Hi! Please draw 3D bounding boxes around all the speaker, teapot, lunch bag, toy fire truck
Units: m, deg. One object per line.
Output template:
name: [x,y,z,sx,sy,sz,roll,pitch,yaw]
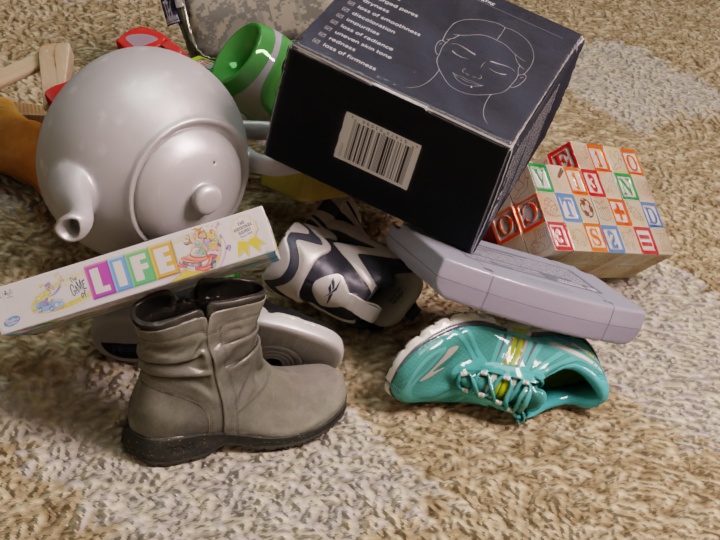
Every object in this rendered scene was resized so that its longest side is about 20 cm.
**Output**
speaker: [-0.050,-0.159,1.629,0.200,0.088,0.088,35,14,-31]
teapot: [-0.162,-0.087,1.386,0.146,0.200,0.197,31,-6,41]
lunch bag: [-0.095,-0.264,1.751,0.200,0.168,0.139,-15,24,7]
toy fire truck: [-0.264,-0.161,1.464,0.200,0.049,0.141,-40,60,-20]

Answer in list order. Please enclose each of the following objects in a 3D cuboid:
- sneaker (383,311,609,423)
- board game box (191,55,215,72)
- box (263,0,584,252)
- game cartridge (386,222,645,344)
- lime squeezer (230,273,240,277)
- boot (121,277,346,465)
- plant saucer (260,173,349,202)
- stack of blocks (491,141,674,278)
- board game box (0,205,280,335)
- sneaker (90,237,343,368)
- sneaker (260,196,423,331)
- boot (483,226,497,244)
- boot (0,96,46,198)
sneaker: [0.115,0.082,1.331,0.200,0.078,0.080,-2,38,-26]
board game box: [-0.199,-0.132,1.584,0.048,0.102,0.200,21,28,21]
box: [0.055,-0.149,1.382,0.200,0.124,0.197,26,43,9]
game cartridge: [0.131,0.012,1.371,0.200,0.041,0.133,14,10,-24]
lime squeezer: [-0.135,0.011,1.420,0.070,0.038,0.200,-14,21,19]
boot: [-0.082,0.066,1.211,0.200,0.131,0.068,-10,34,-37]
plant saucer: [0.017,-0.109,1.526,0.199,0.049,0.200,-10,10,-13]
stack of blocks: [0.201,-0.057,1.543,0.200,0.059,0.115,1,66,-49]
board game box: [-0.160,0.003,1.203,0.200,0.034,0.134,-17,-1,-3]
sneaker: [-0.111,0.020,1.321,0.199,0.073,0.112,7,48,-7]
sneaker: [0.000,0.000,1.447,0.129,0.080,0.199,32,12,4]
boot: [0.082,-0.058,1.597,0.144,0.073,0.200,-7,36,-30]
boot: [-0.347,-0.109,1.529,0.144,0.071,0.201,-1,26,-13]
